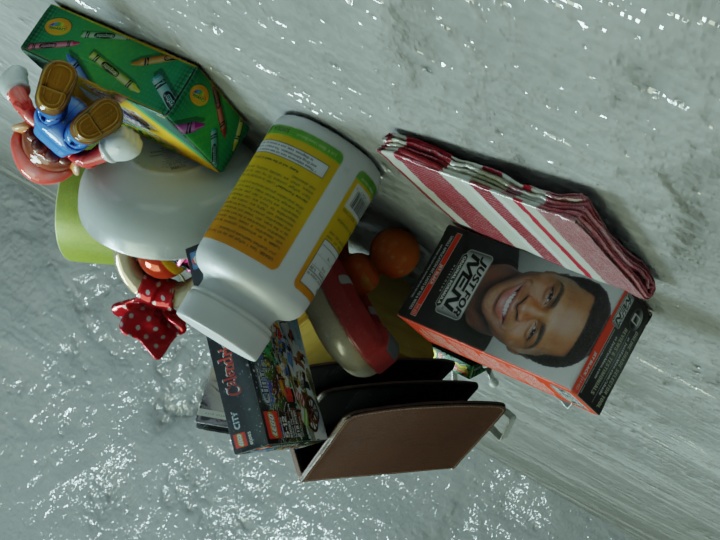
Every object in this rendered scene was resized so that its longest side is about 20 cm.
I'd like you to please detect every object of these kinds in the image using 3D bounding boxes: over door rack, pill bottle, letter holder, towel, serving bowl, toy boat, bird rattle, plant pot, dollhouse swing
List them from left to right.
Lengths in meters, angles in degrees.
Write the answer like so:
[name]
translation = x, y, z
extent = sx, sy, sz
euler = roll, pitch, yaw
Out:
[plant pot]
translation = -0.246, -0.081, 1.447
extent = 0.199, 0.188, 0.187
euler = 13, 168, 8
[serving bowl]
translation = -0.191, -0.096, 1.191
extent = 0.199, 0.200, 0.066
euler = 26, 135, 26
[bird rattle]
translation = -0.220, -0.003, 1.377
extent = 0.163, 0.199, 0.113
euler = 59, -155, -19
[pill bottle]
translation = -0.076, -0.026, 1.031
extent = 0.111, 0.201, 0.111
euler = 30, 169, 6
[dollhouse swing]
translation = -0.043, 0.071, 1.374
extent = 0.176, 0.182, 0.200
euler = 39, -159, -29
[toy boat]
translation = 0.000, 0.000, 1.197
extent = 0.201, 0.130, 0.131
euler = 62, -176, 25
[letter holder]
translation = 0.035, 0.142, 1.250
extent = 0.199, 0.101, 0.142
euler = 1, 143, -30
[over door rack]
translation = 0.144, 0.141, 1.408
extent = 0.147, 0.067, 0.200
euler = -15, -148, -43
[towel]
translation = 0.118, -0.043, 0.891
extent = 0.200, 0.023, 0.144
euler = 25, 172, 41

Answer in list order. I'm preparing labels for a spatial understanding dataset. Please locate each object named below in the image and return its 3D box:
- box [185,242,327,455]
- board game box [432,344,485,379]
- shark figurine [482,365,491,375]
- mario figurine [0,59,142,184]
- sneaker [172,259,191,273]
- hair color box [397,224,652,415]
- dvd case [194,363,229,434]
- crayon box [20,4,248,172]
[box]
translation = -0.098, 0.074, 1.130
extent = 0.038, 0.201, 0.136
euler = -19, 168, 19
[board game box]
translation = 0.084, 0.072, 1.436
extent = 0.199, 0.024, 0.105
euler = 25, -150, 33
[shark figurine]
translation = 0.147, 0.065, 1.176
extent = 0.128, 0.090, 0.214
euler = 35, 168, -15
[mario figurine]
translation = -0.281, -0.153, 1.127
extent = 0.200, 0.106, 0.124
euler = -14, 93, 65
[sneaker]
translation = -0.148, -0.005, 1.240
extent = 0.199, 0.088, 0.074
euler = 21, 134, -30
[hair color box]
translation = 0.138, 0.038, 1.009
extent = 0.200, 0.102, 0.061
euler = 21, 167, 43
[dvd case]
translation = -0.098, 0.122, 1.353
extent = 0.148, 0.200, 0.016
euler = 10, 127, 0
[crayon box]
translation = -0.218, -0.177, 1.136
extent = 0.199, 0.058, 0.119
euler = 26, 169, 27
